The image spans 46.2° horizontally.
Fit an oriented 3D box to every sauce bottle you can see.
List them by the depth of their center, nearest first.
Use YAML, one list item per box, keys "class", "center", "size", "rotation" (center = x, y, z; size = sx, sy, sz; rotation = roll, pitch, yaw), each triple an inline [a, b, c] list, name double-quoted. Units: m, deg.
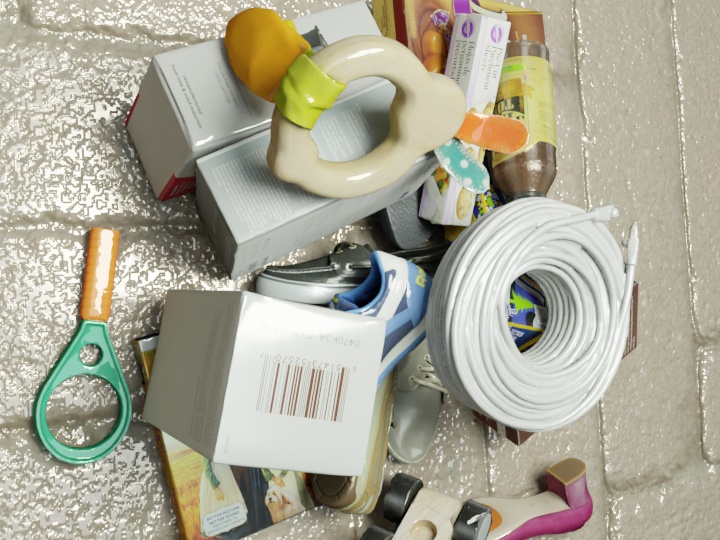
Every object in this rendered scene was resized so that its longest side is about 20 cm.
- class: "sauce bottle"
  center: [0.159, -0.122, 0.819]
  size: [0.065, 0.065, 0.201]
  rotation: [7, 73, -28]

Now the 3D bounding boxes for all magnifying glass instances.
- class: "magnifying glass"
  center: [-0.230, 0.064, 0.723]
  size: [0.079, 0.022, 0.201]
  rotation: [8, 83, -27]

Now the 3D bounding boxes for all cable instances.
- class: "cable"
  center: [0.148, 0.037, 0.734]
  size: [0.199, 0.069, 0.201]
  rotation: [3, 92, -28]

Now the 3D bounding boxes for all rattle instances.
- class: "rattle"
  center: [0.011, -0.130, 0.654]
  size: [0.200, 0.143, 0.131]
  rotation: [-8, 114, -28]

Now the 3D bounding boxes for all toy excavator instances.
- class: "toy excavator"
  center: [0.051, 0.330, 0.814]
  size: [0.195, 0.100, 0.200]
  rotation: [-53, 147, -40]

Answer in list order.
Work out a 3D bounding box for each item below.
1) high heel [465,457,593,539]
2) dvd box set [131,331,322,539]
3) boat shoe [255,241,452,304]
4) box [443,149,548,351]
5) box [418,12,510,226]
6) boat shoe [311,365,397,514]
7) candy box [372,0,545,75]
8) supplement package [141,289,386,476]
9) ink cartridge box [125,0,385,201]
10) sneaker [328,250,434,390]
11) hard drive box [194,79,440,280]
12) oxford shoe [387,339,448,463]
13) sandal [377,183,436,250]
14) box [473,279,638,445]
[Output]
- class: "high heel"
  center: [0.167, 0.282, 0.913]
  size: [0.200, 0.067, 0.096]
  rotation: [-25, 122, -24]
- class: "dvd box set"
  center: [-0.114, 0.140, 0.776]
  size: [0.146, 0.029, 0.201]
  rotation: [-14, 95, -28]
- class: "boat shoe"
  center: [0.000, 0.000, 0.806]
  size: [0.199, 0.069, 0.057]
  rotation: [1, 97, -15]
- class: "box"
  center: [0.132, -0.020, 0.849]
  size: [0.064, 0.070, 0.201]
  rotation: [13, 57, -28]
- class: "box"
  center: [0.099, -0.143, 0.816]
  size: [0.041, 0.039, 0.201]
  rotation: [1, 105, -39]
- class: "boat shoe"
  center: [0.005, 0.135, 0.819]
  size: [0.076, 0.072, 0.201]
  rotation: [35, 61, -44]
- class: "candy box"
  center: [0.110, -0.222, 0.881]
  size: [0.200, 0.056, 0.117]
  rotation: [-2, 85, -37]
- class: "supplement package"
  center: [-0.083, 0.080, 0.662]
  size: [0.117, 0.200, 0.118]
  rotation: [12, 84, -27]
- class: "ink cartridge box"
  center: [-0.088, -0.145, 0.733]
  size: [0.200, 0.148, 0.086]
  rotation: [-25, 88, -27]
- class: "sneaker"
  center: [-0.013, 0.068, 0.750]
  size: [0.082, 0.074, 0.200]
  rotation: [39, 90, -25]
- class: "hard drive box"
  center: [-0.037, -0.078, 0.730]
  size: [0.200, 0.156, 0.077]
  rotation: [-26, 85, -15]
- class: "oxford shoe"
  center: [0.068, 0.097, 0.860]
  size: [0.075, 0.058, 0.201]
  rotation: [20, 80, -28]
- class: "sandal"
  center: [0.034, -0.117, 0.866]
  size: [0.076, 0.043, 0.201]
  rotation: [-3, 80, -35]
- class: "box"
  center: [0.210, 0.085, 0.910]
  size: [0.200, 0.075, 0.100]
  rotation: [-33, 131, -27]
